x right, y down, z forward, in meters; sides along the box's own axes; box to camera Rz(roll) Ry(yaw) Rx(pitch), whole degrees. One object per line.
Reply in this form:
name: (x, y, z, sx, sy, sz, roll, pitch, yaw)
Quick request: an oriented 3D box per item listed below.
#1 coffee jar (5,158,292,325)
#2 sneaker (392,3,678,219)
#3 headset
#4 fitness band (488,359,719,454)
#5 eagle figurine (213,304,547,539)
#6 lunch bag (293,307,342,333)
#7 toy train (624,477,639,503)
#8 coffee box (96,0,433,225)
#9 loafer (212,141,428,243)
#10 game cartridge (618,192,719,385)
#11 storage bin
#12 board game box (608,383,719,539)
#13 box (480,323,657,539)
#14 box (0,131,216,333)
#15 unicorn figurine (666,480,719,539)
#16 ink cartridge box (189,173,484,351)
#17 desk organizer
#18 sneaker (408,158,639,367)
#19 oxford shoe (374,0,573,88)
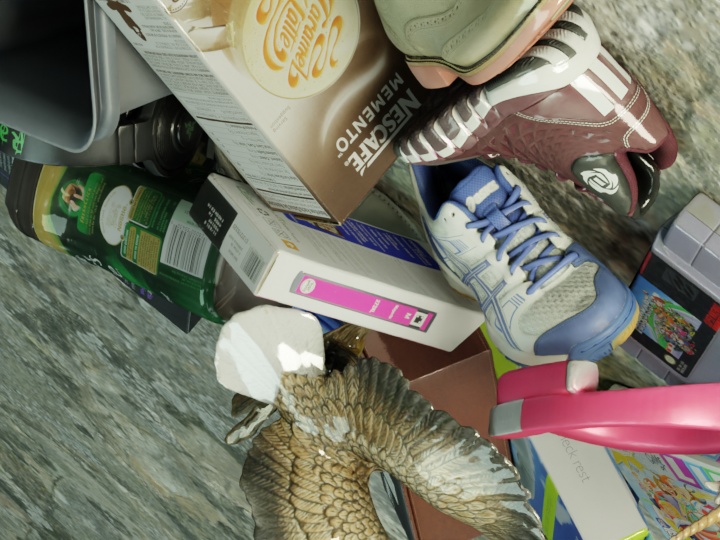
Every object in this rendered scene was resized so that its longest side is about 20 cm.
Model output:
coffee jar: (-0.133, -0.033, 1.602, 0.199, 0.086, 0.104, 23, -167, 35)
sneaker: (0.097, -0.063, 1.299, 0.115, 0.076, 0.200, 41, 162, -11)
headset: (-0.138, -0.090, 1.541, 0.123, 0.199, 0.094, 33, 129, 51)
fitness band: (0.154, 0.076, 1.353, 0.143, 0.038, 0.200, 6, 172, -20)
eagle figurine: (0.004, 0.114, 1.434, 0.152, 0.150, 0.200, 99, 154, -44)
lunch bag: (0.008, 0.054, 1.714, 0.161, 0.082, 0.200, 38, 165, 32)
toy train: (0.167, 0.175, 1.777, 0.046, 0.034, 0.200, 35, 162, 8)
coffee box: (-0.053, -0.137, 1.369, 0.200, 0.114, 0.080, 49, 160, -28)
loafer: (-0.024, -0.037, 1.614, 0.200, 0.070, 0.070, 29, 167, 35)
game cartridge: (0.207, 0.037, 1.374, 0.129, 0.038, 0.200, 34, 161, 8)
storage bin: (-0.164, -0.171, 1.468, 0.200, 0.134, 0.146, 22, 122, 45)
board game box: (0.246, 0.148, 1.550, 0.200, 0.034, 0.135, 18, 151, 51)
box: (0.132, 0.129, 1.591, 0.122, 0.047, 0.201, 83, 162, -65)
box: (-0.165, -0.069, 1.766, 0.200, 0.106, 0.122, 38, 161, 7)
unicorn figurine: (0.284, 0.141, 1.357, 0.199, 0.074, 0.138, -17, 131, 25)
ink cartridge box: (0.000, 0.000, 1.472, 0.199, 0.037, 0.095, 15, -158, -37)
desk organizer: (0.049, 0.099, 1.605, 0.200, 0.077, 0.072, 77, 170, -51)
sneaker: (0.082, -0.011, 1.408, 0.200, 0.075, 0.088, 37, 161, 56)
oxford shoe: (0.051, -0.138, 1.222, 0.074, 0.071, 0.200, 47, 161, -12)
